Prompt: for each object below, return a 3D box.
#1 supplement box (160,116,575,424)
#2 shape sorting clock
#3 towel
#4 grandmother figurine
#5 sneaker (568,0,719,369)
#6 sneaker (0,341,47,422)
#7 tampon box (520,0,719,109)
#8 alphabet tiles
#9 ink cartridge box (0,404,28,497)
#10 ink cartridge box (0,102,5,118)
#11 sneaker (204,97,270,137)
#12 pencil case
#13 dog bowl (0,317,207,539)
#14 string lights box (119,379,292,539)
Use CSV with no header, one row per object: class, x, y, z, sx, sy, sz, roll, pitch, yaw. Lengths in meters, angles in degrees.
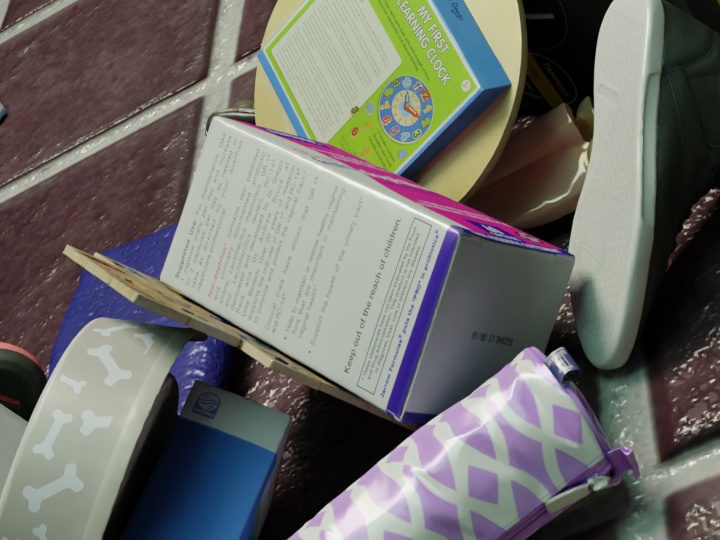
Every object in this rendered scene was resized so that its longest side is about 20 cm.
supplement box,0.000,0.000,1.027,0.199,0.101,0.104,25,100,41
shape sorting clock,0.016,-0.115,1.123,0.199,0.039,0.203,-6,81,42
towel,-0.134,0.054,1.227,0.146,0.050,0.201,-18,38,24
grandmother figurine,0.057,-0.033,1.131,0.199,0.061,0.122,-27,24,12
sneaker,0.171,-0.042,1.015,0.071,0.098,0.202,-12,68,64
sneaker,-0.238,0.080,1.192,0.200,0.073,0.087,-49,20,53
tampon box,0.153,-0.189,1.144,0.199,0.150,0.127,8,51,50
alphabet tiles,-0.060,0.037,1.032,0.167,0.199,0.008,28,92,57
ink cartridge box,-0.265,0.176,1.098,0.200,0.084,0.146,-40,21,45
ink cartridge box,-0.435,-0.112,1.714,0.199,0.085,0.145,-4,44,41
sneaker,-0.041,-0.093,1.259,0.076,0.115,0.200,-21,33,22
pencil case,0.039,0.125,0.924,0.199,0.084,0.086,-39,54,2
dog bowl,-0.141,0.117,1.011,0.058,0.201,0.201,19,50,5
string lights box,-0.098,0.168,0.974,0.058,0.103,0.201,20,50,4
